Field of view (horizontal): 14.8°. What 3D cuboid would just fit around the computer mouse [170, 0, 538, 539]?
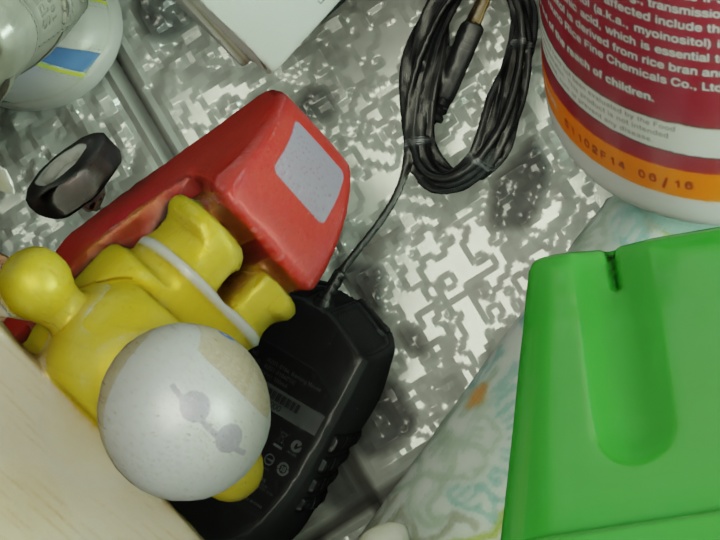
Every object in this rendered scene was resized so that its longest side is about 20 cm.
[{"bbox_3d":[0.000,0.000,0.838,0.058,0.034,0.201,32,92,28],"label":"computer mouse"}]

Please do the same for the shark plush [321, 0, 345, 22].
[{"bbox_3d":[0.059,-0.126,0.825,0.200,0.091,0.083,-38,114,-2],"label":"shark plush"}]

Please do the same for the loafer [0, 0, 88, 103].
[{"bbox_3d":[-0.162,-0.053,0.811,0.199,0.070,0.070,-27,117,34],"label":"loafer"}]

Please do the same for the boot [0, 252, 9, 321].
[{"bbox_3d":[-0.116,0.076,0.831,0.199,0.074,0.155,32,85,3],"label":"boot"}]

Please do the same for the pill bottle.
[{"bbox_3d":[0.101,-0.118,0.740,0.112,0.201,0.113,-4,46,4],"label":"pill bottle"}]

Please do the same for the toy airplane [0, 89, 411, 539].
[{"bbox_3d":[-0.079,0.047,0.731,0.199,0.141,0.201,1,85,-33],"label":"toy airplane"}]

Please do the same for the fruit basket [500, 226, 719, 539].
[{"bbox_3d":[0.098,0.107,0.689,0.154,0.216,0.217,-9,85,8],"label":"fruit basket"}]

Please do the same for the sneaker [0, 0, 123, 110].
[{"bbox_3d":[-0.158,-0.126,0.829,0.200,0.105,0.076,42,92,8],"label":"sneaker"}]

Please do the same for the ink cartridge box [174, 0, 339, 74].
[{"bbox_3d":[-0.015,-0.179,0.795,0.200,0.083,0.145,-46,47,2],"label":"ink cartridge box"}]

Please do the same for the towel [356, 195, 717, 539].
[{"bbox_3d":[0.113,0.092,0.812,0.200,0.048,0.172,37,91,8],"label":"towel"}]
